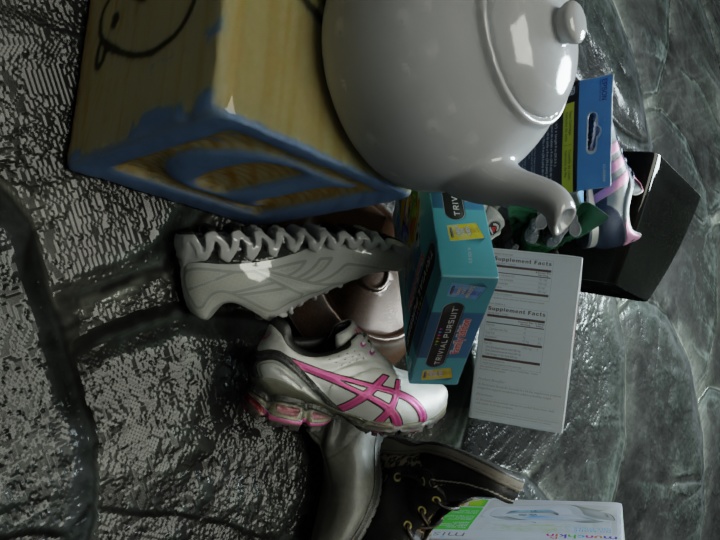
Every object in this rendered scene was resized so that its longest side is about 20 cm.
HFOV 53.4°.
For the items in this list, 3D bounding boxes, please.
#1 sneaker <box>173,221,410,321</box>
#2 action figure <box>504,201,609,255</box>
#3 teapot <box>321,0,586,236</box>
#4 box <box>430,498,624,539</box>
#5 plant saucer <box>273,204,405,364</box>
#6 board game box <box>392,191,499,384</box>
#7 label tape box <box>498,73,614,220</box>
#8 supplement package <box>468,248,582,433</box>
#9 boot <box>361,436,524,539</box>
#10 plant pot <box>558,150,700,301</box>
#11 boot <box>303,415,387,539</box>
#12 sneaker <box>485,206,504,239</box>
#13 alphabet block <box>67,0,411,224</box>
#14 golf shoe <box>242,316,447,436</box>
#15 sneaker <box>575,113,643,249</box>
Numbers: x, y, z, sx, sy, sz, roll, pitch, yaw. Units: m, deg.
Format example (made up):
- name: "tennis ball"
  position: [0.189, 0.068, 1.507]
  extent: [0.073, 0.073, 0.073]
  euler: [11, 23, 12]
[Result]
- name: "sneaker"
  position: [-0.055, 0.000, 0.612]
  extent: [0.198, 0.075, 0.082]
  euler: [-2, 98, -11]
- name: "action figure"
  position: [0.232, -0.039, 0.936]
  extent: [0.200, 0.117, 0.055]
  euler: [89, 15, -76]
- name: "teapot"
  position: [0.080, -0.155, 0.485]
  extent: [0.200, 0.145, 0.198]
  euler: [52, 50, -31]
- name: "box"
  position: [0.175, 0.309, 0.751]
  extent: [0.176, 0.199, 0.097]
  euler: [13, 73, -69]
- name: "plant saucer"
  position: [0.000, 0.000, 0.710]
  extent: [0.200, 0.034, 0.202]
  euler: [23, 56, -39]
- name: "board game box"
  position: [0.066, -0.026, 0.631]
  extent: [0.151, 0.047, 0.201]
  euler: [99, -9, -50]
- name: "label tape box"
  position: [0.239, -0.150, 0.911]
  extent: [0.066, 0.199, 0.144]
  euler: [15, 75, -43]
- name: "supplement package"
  position: [0.202, 0.082, 0.868]
  extent: [0.114, 0.109, 0.202]
  euler: [18, 79, -74]
- name: "boot"
  position: [0.055, 0.238, 0.667]
  extent: [0.073, 0.199, 0.151]
  euler: [32, 67, -34]
- name: "plant pot"
  position: [0.355, -0.059, 1.054]
  extent: [0.199, 0.199, 0.179]
  euler: [18, 83, -47]
- name: "boot"
  position: [-0.036, 0.155, 0.679]
  extent: [0.130, 0.068, 0.201]
  euler: [38, 56, -28]
- name: "sneaker"
  position: [0.121, -0.045, 0.853]
  extent: [0.074, 0.088, 0.201]
  euler: [52, 52, -33]
- name: "alphabet block"
  position: [-0.082, -0.162, 0.553]
  extent: [0.196, 0.194, 0.202]
  euler: [16, 73, -49]
- name: "golf shoe"
  position: [0.000, 0.092, 0.625]
  extent: [0.199, 0.072, 0.093]
  euler: [11, 97, -31]
- name: "sneaker"
  position: [0.321, -0.128, 0.926]
  extent: [0.070, 0.081, 0.202]
  euler: [-149, -120, -86]
